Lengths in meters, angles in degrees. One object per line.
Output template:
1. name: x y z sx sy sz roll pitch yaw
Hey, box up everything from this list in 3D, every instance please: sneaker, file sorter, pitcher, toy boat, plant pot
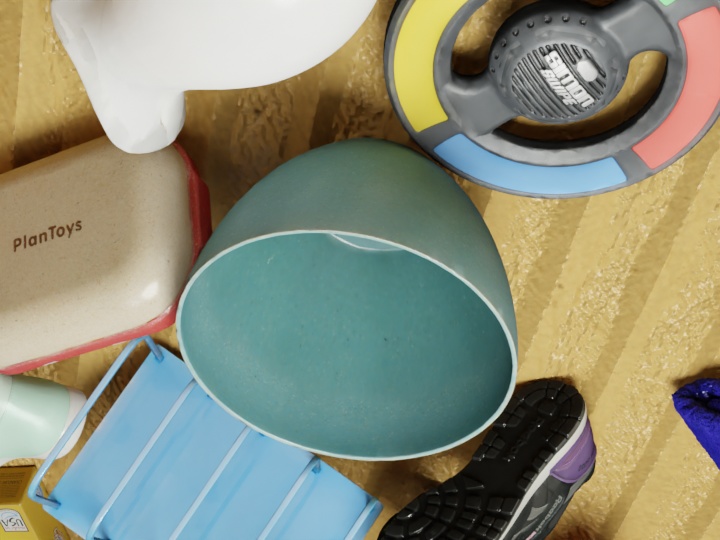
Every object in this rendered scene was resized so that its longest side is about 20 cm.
1. sneaker: 0.095 0.175 0.980 0.075 0.200 0.088 29 154 45
2. sneaker: -0.293 0.095 1.009 0.118 0.075 0.199 30 148 -36
3. file sorter: -0.101 0.154 0.949 0.199 0.139 0.123 34 169 5
4. pitcher: -0.093 -0.169 0.759 0.199 0.122 0.172 -22 115 42
5. toy boat: -0.170 0.000 0.926 0.198 0.132 0.131 -16 155 22
6. plant pot: 0.000 0.000 0.864 0.197 0.136 0.201 6 137 6

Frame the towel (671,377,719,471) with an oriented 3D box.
1. towel: 0.304 0.160 0.968 0.200 0.050 0.147 51 159 -28

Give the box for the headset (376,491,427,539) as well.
1. headset: 0.044 0.233 1.029 0.094 0.199 0.124 -43 71 31

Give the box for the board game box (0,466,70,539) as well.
1. board game box: -0.312 0.248 1.196 0.151 0.041 0.202 -5 129 13

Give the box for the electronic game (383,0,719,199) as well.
1. electronic game: 0.111 -0.115 0.803 0.197 0.042 0.201 3 137 3
